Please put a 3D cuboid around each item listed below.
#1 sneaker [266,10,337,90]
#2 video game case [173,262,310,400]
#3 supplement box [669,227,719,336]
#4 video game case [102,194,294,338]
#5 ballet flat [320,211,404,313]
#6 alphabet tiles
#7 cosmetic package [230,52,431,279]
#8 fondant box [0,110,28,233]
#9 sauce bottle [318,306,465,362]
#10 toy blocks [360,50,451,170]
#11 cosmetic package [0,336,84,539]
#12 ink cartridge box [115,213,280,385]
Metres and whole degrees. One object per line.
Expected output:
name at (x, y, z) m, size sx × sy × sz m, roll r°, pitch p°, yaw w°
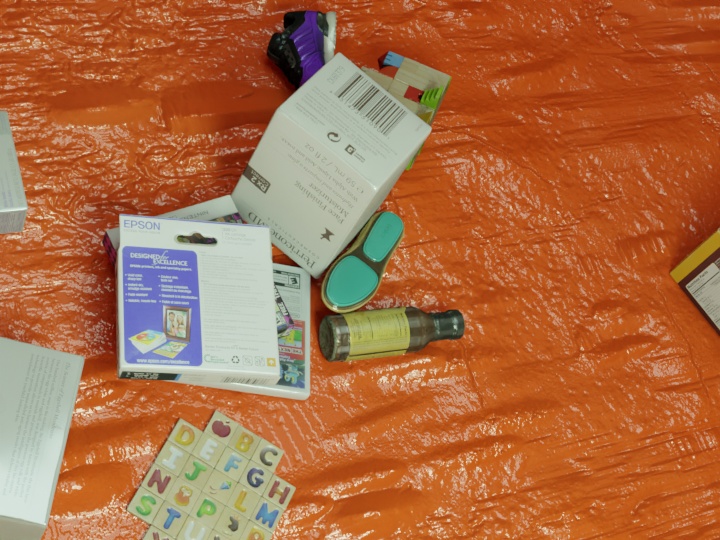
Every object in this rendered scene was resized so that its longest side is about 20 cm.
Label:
sneaker at (-0.089, -0.297, 1.817) m, size 0.098 × 0.070 × 0.202 m, roll 9°, pitch 55°, yaw -10°
video game case at (-0.159, 0.066, 1.602) m, size 0.197 × 0.023 × 0.185 m, roll 10°, pitch 58°, yaw -19°
supplement box at (0.618, 0.009, 1.901) m, size 0.196 × 0.133 × 0.201 m, roll -30°, pitch 77°, yaw -33°
video game case at (-0.202, 0.016, 1.574) m, size 0.179 × 0.036 × 0.202 m, roll -18°, pitch 71°, yaw -30°
ballet flat at (0.000, 0.000, 1.679) m, size 0.068 × 0.063 × 0.200 m, roll 40°, pitch 49°, yaw -1°
alphabet tiles at (-0.174, 0.270, 1.487) m, size 0.165 × 0.006 × 0.201 m, roll 31°, pitch 54°, yaw -4°
cosmetic package at (-0.043, -0.136, 1.647) m, size 0.164 × 0.201 × 0.165 m, roll 38°, pitch 46°, yaw 3°
fondant box at (-0.517, -0.113, 1.528) m, size 0.197 × 0.058 × 0.146 m, roll -8°, pitch 66°, yaw -26°
sauce bottle at (0.044, 0.081, 1.656) m, size 0.197 × 0.065 × 0.066 m, roll -4°, pitch 63°, yaw -27°
toy blocks at (0.042, -0.243, 1.831) m, size 0.135 × 0.100 × 0.201 m, roll 23°, pitch 55°, yaw 4°
cosmetic package at (-0.421, 0.181, 1.360) m, size 0.197 × 0.123 × 0.202 m, roll 15°, pitch 57°, yaw -13°
ink cartridge box at (-0.197, 0.036, 1.516) m, size 0.195 × 0.043 × 0.203 m, roll 5°, pitch 64°, yaw -20°
